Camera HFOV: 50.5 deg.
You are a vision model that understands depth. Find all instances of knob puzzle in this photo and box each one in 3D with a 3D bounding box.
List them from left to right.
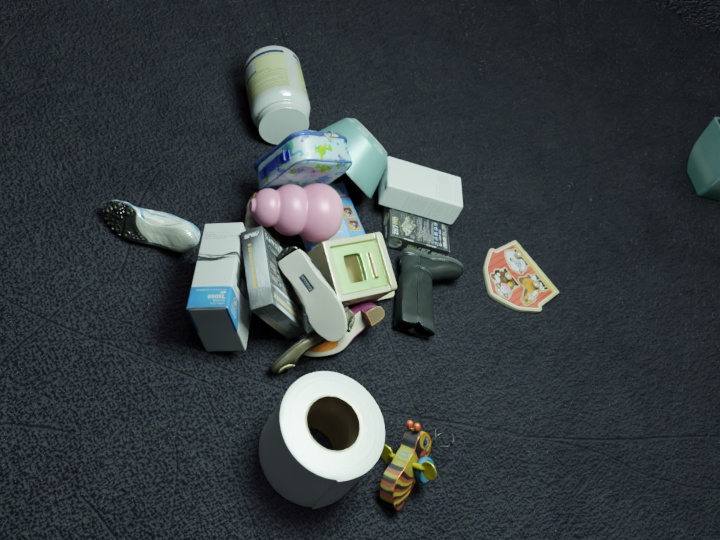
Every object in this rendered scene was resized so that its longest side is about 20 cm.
[{"bbox_3d":[0.385,0.019,1.888,0.216,0.031,0.223,14,52,-18],"label":"knob puzzle"}]

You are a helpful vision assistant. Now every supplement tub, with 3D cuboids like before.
[{"bbox_3d":[-0.199,-0.419,1.827,0.142,0.146,0.203,2,55,-25],"label":"supplement tub"}]

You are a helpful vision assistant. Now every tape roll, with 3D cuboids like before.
[{"bbox_3d":[-0.071,0.303,1.371,0.199,0.140,0.206,14,50,-18],"label":"tape roll"}]

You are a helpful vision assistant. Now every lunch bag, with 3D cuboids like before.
[{"bbox_3d":[-0.126,-0.226,1.628,0.159,0.199,0.084,-4,74,-40],"label":"lunch bag"}]

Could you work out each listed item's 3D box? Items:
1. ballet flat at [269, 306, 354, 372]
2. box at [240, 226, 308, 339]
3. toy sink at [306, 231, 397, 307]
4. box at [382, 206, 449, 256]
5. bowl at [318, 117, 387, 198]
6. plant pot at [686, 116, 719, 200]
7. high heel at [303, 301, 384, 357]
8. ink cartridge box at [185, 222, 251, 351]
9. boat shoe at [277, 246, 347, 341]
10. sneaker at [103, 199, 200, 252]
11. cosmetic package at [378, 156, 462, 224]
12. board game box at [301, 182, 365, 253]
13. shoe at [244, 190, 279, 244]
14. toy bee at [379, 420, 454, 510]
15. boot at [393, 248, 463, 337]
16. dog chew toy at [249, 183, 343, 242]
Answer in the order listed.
[{"bbox_3d":[-0.091,0.144,1.494,0.199,0.067,0.047,-36,90,-16],"label":"ballet flat"},{"bbox_3d":[-0.166,0.028,1.484,0.047,0.200,0.161,-15,67,11],"label":"box"},{"bbox_3d":[0.000,0.000,1.624,0.197,0.112,0.133,-10,78,-31],"label":"toy sink"},{"bbox_3d":[0.134,-0.131,1.855,0.158,0.049,0.203,15,51,-19],"label":"box"},{"bbox_3d":[-0.011,-0.275,1.774,0.201,0.105,0.201,46,4,-4],"label":"bowl"},{"bbox_3d":[1.165,-0.335,2.437,0.193,0.201,0.199,8,54,-22],"label":"plant pot"},{"bbox_3d":[-0.047,0.121,1.590,0.198,0.096,0.068,-32,100,-18],"label":"high heel"},{"bbox_3d":[-0.259,0.030,1.456,0.082,0.146,0.203,-2,53,6],"label":"ink cartridge box"},{"bbox_3d":[-0.084,0.043,1.480,0.074,0.093,0.202,-30,87,6],"label":"boat shoe"},{"bbox_3d":[-0.419,-0.090,1.535,0.197,0.073,0.073,20,15,-5],"label":"sneaker"},{"bbox_3d":[0.143,-0.190,1.825,0.196,0.074,0.103,14,50,-14],"label":"cosmetic package"},{"bbox_3d":[-0.072,-0.108,1.738,0.149,0.037,0.202,-6,59,-30],"label":"board game box"},{"bbox_3d":[-0.216,-0.073,1.636,0.069,0.053,0.203,22,49,-42],"label":"shoe"},{"bbox_3d":[0.092,0.344,1.446,0.129,0.110,0.201,-5,33,24],"label":"toy bee"},{"bbox_3d":[0.158,0.057,1.716,0.162,0.066,0.203,11,49,-9],"label":"boot"},{"bbox_3d":[-0.138,-0.127,1.615,0.196,0.125,0.126,5,54,-23],"label":"dog chew toy"}]
